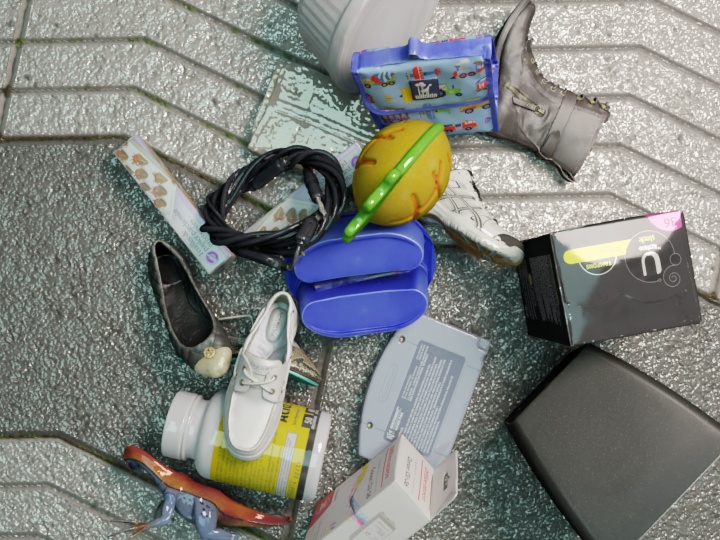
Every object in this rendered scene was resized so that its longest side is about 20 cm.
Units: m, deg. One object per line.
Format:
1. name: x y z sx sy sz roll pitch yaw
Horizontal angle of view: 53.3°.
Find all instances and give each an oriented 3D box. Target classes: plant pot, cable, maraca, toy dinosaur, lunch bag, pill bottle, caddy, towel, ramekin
1. plant pot: 0.286 0.201 0.870 0.199 0.200 0.177 -44 76 0
2. cable: -0.112 -0.087 0.874 0.198 0.051 0.165 18 72 36
3. maraca: 0.039 -0.102 0.820 0.107 0.200 0.138 38 132 3
4. toy dinosaur: -0.217 0.284 0.912 0.198 0.105 0.183 -28 93 -14
5. lunch bag: 0.079 -0.223 0.818 0.148 0.200 0.096 -2 85 14
6. pill bottle: -0.141 0.213 0.900 0.197 0.111 0.113 12 89 0
7. caddy: 0.000 0.000 0.910 0.196 0.105 0.144 -7 111 0
8. towel: -0.041 -0.183 0.947 0.197 0.034 0.134 23 90 -1
9. ramekin: 0.009 -0.327 0.875 0.094 0.202 0.203 42 89 13

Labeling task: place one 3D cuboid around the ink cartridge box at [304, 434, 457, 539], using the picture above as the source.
1. ink cartridge box: 0.025 0.280 0.870 0.200 0.117 0.068 -42 96 14

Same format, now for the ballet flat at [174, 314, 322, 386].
1. ballet flat: -0.141 0.096 0.930 0.197 0.068 0.076 10 73 2

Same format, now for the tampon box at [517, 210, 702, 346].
1. tampon box: 0.283 0.009 0.859 0.147 0.200 0.128 -10 89 -1

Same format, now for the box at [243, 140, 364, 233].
1. box: -0.070 -0.089 0.920 0.199 0.041 0.039 -37 98 13

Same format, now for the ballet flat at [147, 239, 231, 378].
1. ballet flat: -0.221 0.049 0.897 0.066 0.057 0.201 -29 65 -14

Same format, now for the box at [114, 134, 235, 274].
1. box: -0.240 -0.084 0.934 0.039 0.041 0.201 -38 88 -1

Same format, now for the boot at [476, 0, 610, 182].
1. boot: 0.244 -0.235 0.935 0.172 0.069 0.203 19 99 0

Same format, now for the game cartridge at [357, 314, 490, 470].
1. game cartridge: 0.075 0.162 0.939 0.131 0.041 0.203 22 89 -3

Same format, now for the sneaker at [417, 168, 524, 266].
1. sneaker: 0.130 -0.083 0.905 0.199 0.076 0.088 34 82 19

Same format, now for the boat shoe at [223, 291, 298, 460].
1. boat shoe: -0.119 0.118 0.848 0.070 0.069 0.203 11 67 -3
